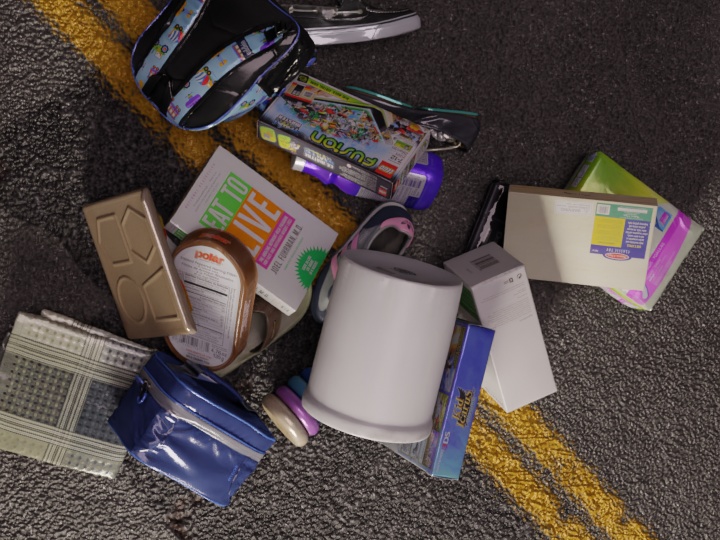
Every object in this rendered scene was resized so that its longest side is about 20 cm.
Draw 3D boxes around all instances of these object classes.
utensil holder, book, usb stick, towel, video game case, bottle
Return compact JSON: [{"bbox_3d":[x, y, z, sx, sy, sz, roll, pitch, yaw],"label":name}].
[{"bbox_3d":[0.030,0.091,1.491,0.169,0.170,0.201,12,101,-13],"label":"utensil holder"},{"bbox_3d":[-0.142,-0.050,1.561,0.200,0.048,0.134,35,59,-13],"label":"book"},{"bbox_3d":[0.173,-0.029,1.667,0.055,0.033,0.201,22,89,-20],"label":"usb stick"},{"bbox_3d":[-0.383,0.161,1.556,0.199,0.035,0.193,19,101,-14],"label":"towel"},{"bbox_3d":[0.097,0.157,1.587,0.045,0.181,0.201,13,92,-23],"label":"video game case"},{"bbox_3d":[0.008,-0.137,1.598,0.199,0.084,0.065,11,52,-12],"label":"bottle"}]

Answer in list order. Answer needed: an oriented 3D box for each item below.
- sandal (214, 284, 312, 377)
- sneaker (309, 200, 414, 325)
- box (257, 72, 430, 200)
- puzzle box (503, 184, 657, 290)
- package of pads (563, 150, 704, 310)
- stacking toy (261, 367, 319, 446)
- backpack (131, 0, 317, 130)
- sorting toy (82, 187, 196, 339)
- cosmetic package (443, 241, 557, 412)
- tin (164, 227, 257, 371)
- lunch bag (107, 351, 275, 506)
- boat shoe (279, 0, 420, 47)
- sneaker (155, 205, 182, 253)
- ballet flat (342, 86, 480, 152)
[{"bbox_3d":[-0.140,0.074,1.594,0.201,0.057,0.080,-45,102,-6],"label":"sandal"},{"bbox_3d":[0.000,0.000,1.590,0.070,0.082,0.200,29,104,-21],"label":"sneaker"},{"bbox_3d":[-0.022,-0.177,1.547,0.199,0.035,0.110,25,55,12],"label":"box"},{"bbox_3d":[0.294,-0.044,1.615,0.199,0.025,0.134,7,120,8],"label":"puzzle box"},{"bbox_3d":[0.363,-0.051,1.688,0.200,0.068,0.155,35,87,-9],"label":"package of pads"},{"bbox_3d":[-0.035,0.145,1.619,0.200,0.085,0.085,-40,101,-14],"label":"stacking toy"},{"bbox_3d":[-0.178,-0.271,1.505,0.183,0.135,0.200,45,96,13],"label":"backpack"},{"bbox_3d":[-0.274,-0.007,1.494,0.036,0.200,0.186,-23,99,-33],"label":"sorting toy"},{"bbox_3d":[0.191,0.076,1.616,0.085,0.108,0.201,-22,113,-11],"label":"cosmetic package"},{"bbox_3d":[-0.192,0.041,1.512,0.112,0.042,0.201,16,122,8],"label":"tin"},{"bbox_3d":[-0.216,0.191,1.526,0.200,0.136,0.133,38,88,-35],"label":"lunch bag"},{"bbox_3d":[-0.019,-0.338,1.581,0.199,0.072,0.071,-8,100,-9],"label":"boat shoe"},{"bbox_3d":[-0.225,-0.029,1.571,0.200,0.074,0.085,46,59,-7],"label":"sneaker"},{"bbox_3d":[0.067,-0.198,1.614,0.199,0.073,0.073,10,92,-15],"label":"ballet flat"}]
